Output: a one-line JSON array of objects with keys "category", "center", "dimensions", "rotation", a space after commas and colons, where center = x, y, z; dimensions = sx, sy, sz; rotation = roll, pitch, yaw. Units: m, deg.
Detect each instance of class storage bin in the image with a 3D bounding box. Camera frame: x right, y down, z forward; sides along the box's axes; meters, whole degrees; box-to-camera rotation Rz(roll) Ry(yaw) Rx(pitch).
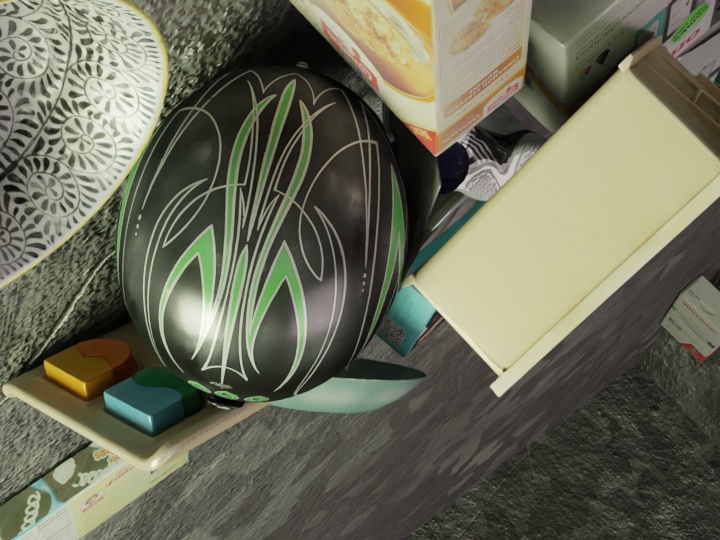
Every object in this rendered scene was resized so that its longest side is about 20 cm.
[{"category": "storage bin", "center": [0.147, -0.044, 0.826], "dimensions": [0.200, 0.094, 0.199], "rotation": [-47, 176, 23]}]

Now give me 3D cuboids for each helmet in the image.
[{"category": "helmet", "center": [-0.060, -0.023, 0.796], "dimensions": [0.200, 0.200, 0.191], "rotation": [-35, 162, -23]}]

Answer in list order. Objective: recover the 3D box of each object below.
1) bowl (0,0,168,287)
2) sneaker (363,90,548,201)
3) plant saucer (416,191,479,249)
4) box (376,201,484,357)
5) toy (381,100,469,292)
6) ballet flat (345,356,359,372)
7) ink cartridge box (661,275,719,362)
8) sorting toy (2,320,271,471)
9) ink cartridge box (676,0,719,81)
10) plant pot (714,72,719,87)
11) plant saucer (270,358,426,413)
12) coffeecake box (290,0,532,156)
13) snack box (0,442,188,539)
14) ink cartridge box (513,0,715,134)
[{"category": "bowl", "center": [-0.192, -0.073, 0.557], "dimensions": [0.201, 0.094, 0.201], "rotation": [-38, 162, -14]}, {"category": "sneaker", "center": [0.072, -0.112, 1.058], "dimensions": [0.200, 0.115, 0.075], "rotation": [16, 109, -28]}, {"category": "plant saucer", "center": [0.072, -0.043, 1.250], "dimensions": [0.200, 0.050, 0.200], "rotation": [-45, 167, -13]}, {"category": "box", "center": [0.092, -0.006, 1.189], "dimensions": [0.200, 0.049, 0.082], "rotation": [-39, 165, -41]}, {"category": "toy", "center": [0.046, -0.098, 0.859], "dimensions": [0.047, 0.200, 0.115], "rotation": [1, 144, -12]}, {"category": "ballet flat", "center": [0.000, 0.000, 1.056], "dimensions": [0.076, 0.064, 0.200], "rotation": [-26, 144, -48]}, {"category": "ink cartridge box", "center": [0.848, 0.122, 3.171], "dimensions": [0.083, 0.147, 0.200], "rotation": [-38, 163, -17]}, {"category": "sorting toy", "center": [-0.135, 0.066, 0.924], "dimensions": [0.185, 0.200, 0.037], "rotation": [-28, 119, -39]}, {"category": "ink cartridge box", "center": [0.228, -0.194, 1.091], "dimensions": [0.083, 0.147, 0.200], "rotation": [-36, 161, -16]}, {"category": "plant pot", "center": [0.513, -0.248, 1.602], "dimensions": [0.200, 0.141, 0.141], "rotation": [-46, 164, -14]}, {"category": "plant saucer", "center": [-0.041, 0.101, 1.154], "dimensions": [0.201, 0.201, 0.039], "rotation": [1, 95, -65]}, {"category": "coffeecake box", "center": [0.015, -0.172, 0.667], "dimensions": [0.073, 0.154, 0.200], "rotation": [-39, 162, -9]}, {"category": "snack box", "center": [-0.247, 0.200, 1.179], "dimensions": [0.200, 0.037, 0.116], "rotation": [-34, 161, -23]}, {"category": "ink cartridge box", "center": [0.147, -0.208, 0.878], "dimensions": [0.147, 0.146, 0.200], "rotation": [-41, 164, 0]}]
